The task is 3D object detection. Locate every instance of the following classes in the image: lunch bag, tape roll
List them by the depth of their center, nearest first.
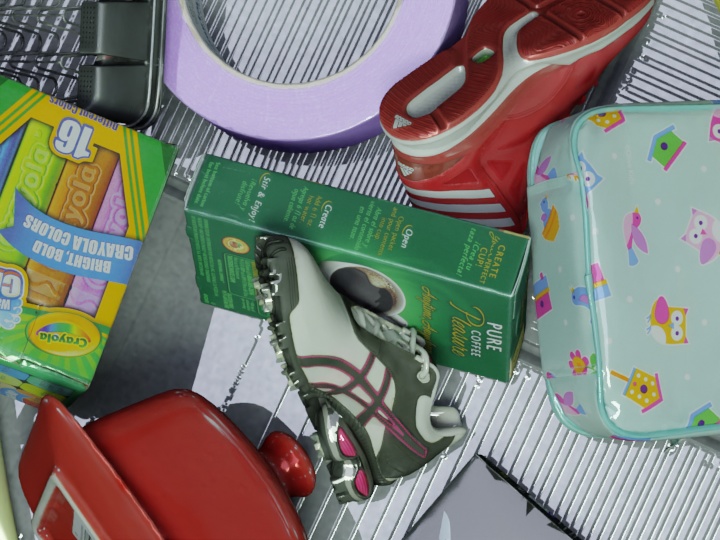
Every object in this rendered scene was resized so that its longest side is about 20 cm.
[{"bbox_3d":[0.182,0.004,1.663,0.160,0.077,0.201,-4,87,-25],"label":"lunch bag"},{"bbox_3d":[-0.037,-0.173,1.737,0.200,0.066,0.201,-1,84,8],"label":"tape roll"}]

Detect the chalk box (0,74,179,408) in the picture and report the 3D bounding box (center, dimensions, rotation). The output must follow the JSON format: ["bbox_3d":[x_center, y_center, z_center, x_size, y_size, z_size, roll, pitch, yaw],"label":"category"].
[{"bbox_3d":[-0.203,0.007,1.682,0.124,0.125,0.200,22,77,-10],"label":"chalk box"}]

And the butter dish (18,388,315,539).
[{"bbox_3d":[-0.092,0.146,1.678,0.148,0.199,0.200,-32,81,-19],"label":"butter dish"}]

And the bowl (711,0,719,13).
[{"bbox_3d":[0.258,-0.188,1.663,0.108,0.200,0.201,-4,83,50],"label":"bowl"}]

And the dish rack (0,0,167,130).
[{"bbox_3d":[-0.203,-0.165,1.739,0.200,0.054,0.154,5,93,41],"label":"dish rack"}]

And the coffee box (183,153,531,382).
[{"bbox_3d":[0.000,0.000,1.689,0.200,0.123,0.044,14,64,10],"label":"coffee box"}]

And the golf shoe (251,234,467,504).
[{"bbox_3d":[-0.005,0.045,1.667,0.088,0.200,0.077,-21,43,3],"label":"golf shoe"}]

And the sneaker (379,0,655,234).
[{"bbox_3d":[0.097,-0.096,1.718,0.200,0.116,0.078,-31,46,-21],"label":"sneaker"}]

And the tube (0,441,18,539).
[{"bbox_3d":[-0.250,0.091,1.756,0.052,0.058,0.201,-4,86,-36],"label":"tube"}]

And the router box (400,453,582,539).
[{"bbox_3d":[0.064,0.233,1.694,0.157,0.052,0.200,41,92,9],"label":"router box"}]
